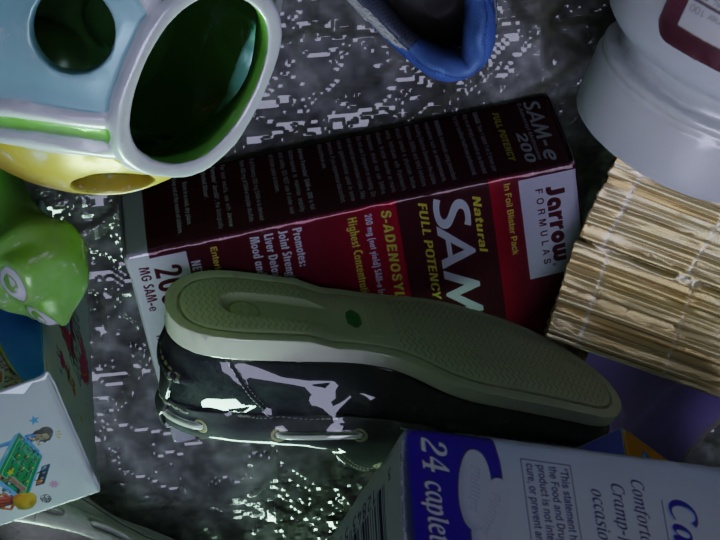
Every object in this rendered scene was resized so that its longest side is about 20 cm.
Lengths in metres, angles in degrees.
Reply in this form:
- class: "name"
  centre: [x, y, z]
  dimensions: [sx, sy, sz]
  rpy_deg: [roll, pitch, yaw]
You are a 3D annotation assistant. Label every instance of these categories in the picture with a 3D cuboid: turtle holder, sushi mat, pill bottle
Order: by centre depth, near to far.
- class: "turtle holder"
  centre: [-0.108, -0.085, 0.760]
  dimensions: [0.186, 0.132, 0.141]
  rpy_deg: [-49, 144, -3]
- class: "pill bottle"
  centre: [0.168, -0.134, 0.820]
  dimensions: [0.113, 0.115, 0.201]
  rpy_deg: [13, 122, -17]
- class: "sushi mat"
  centre: [0.184, 0.016, 0.893]
  dimensions: [0.198, 0.012, 0.096]
  rpy_deg: [20, 109, -9]

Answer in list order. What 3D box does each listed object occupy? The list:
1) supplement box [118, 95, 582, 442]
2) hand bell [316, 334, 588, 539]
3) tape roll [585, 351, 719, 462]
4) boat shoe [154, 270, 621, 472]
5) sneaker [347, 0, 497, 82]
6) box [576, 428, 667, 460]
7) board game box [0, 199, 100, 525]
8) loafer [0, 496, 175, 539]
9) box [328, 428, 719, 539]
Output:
- class: "supplement box"
  centre: [0.000, 0.000, 0.920]
  dimensions: [0.198, 0.061, 0.110]
  rpy_deg: [-13, 126, -2]
- class: "hand bell"
  centre: [0.045, 0.105, 0.950]
  dimensions: [0.103, 0.105, 0.201]
  rpy_deg: [21, 124, -22]
- class: "tape roll"
  centre: [0.201, 0.082, 0.996]
  dimensions: [0.198, 0.085, 0.202]
  rpy_deg: [-4, 125, -6]
- class: "boat shoe"
  centre: [0.011, 0.051, 0.874]
  dimensions: [0.198, 0.072, 0.068]
  rpy_deg: [9, 117, -6]
- class: "sneaker"
  centre: [0.003, -0.156, 0.796]
  dimensions: [0.077, 0.086, 0.200]
  rpy_deg: [-31, 123, 13]
- class: "box"
  centre: [0.110, 0.134, 0.912]
  dimensions: [0.118, 0.042, 0.200]
  rpy_deg: [-27, 136, 27]
- class: "board game box"
  centre: [-0.211, 0.061, 0.848]
  dimensions: [0.198, 0.148, 0.065]
  rpy_deg: [-19, 120, 1]
- class: "loafer"
  centre: [-0.128, 0.153, 1.000]
  dimensions: [0.070, 0.070, 0.200]
  rpy_deg: [-39, 122, 18]
- class: "box"
  centre: [0.078, 0.165, 0.827]
  dimensions: [0.198, 0.106, 0.184]
  rpy_deg: [8, 143, -19]
